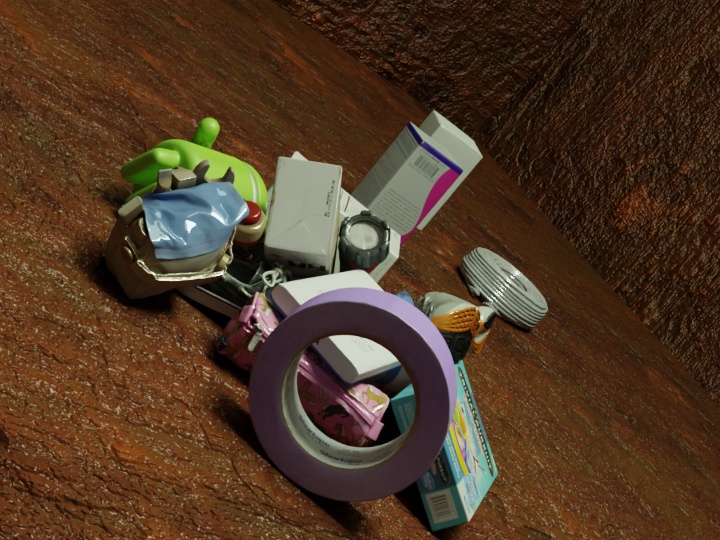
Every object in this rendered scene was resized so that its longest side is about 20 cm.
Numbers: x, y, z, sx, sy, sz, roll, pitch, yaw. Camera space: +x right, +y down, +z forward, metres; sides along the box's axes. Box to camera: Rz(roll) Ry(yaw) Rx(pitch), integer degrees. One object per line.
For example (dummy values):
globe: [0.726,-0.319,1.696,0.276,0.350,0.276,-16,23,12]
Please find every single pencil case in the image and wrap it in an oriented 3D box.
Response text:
pencil case: [-0.060,0.113,1.297,0.200,0.083,0.087,40,28,-6]

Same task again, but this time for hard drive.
hard drive: [-0.006,0.059,1.345,0.132,0.025,0.200,47,22,15]

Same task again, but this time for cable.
cable: [0.286,0.032,2.394,0.199,0.069,0.200,31,18,-32]

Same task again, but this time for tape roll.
tape roll: [-0.006,0.121,1.175,0.200,0.200,0.066,41,14,1]

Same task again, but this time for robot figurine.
robot figurine: [-0.196,-0.091,1.465,0.199,0.115,0.177,16,58,-51]

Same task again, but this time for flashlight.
flashlight: [0.000,0.000,1.525,0.200,0.067,0.068,95,-5,-63]

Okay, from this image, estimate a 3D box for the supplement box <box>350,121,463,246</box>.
supplement box: [0.072,-0.145,2.124,0.101,0.200,0.103,33,15,-26]

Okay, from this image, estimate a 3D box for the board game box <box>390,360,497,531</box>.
board game box: [0.102,0.196,1.388,0.200,0.047,0.152,-21,94,-73]

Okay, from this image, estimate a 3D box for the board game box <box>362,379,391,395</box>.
board game box: [-0.053,0.091,1.466,0.200,0.035,0.126,23,23,-49]

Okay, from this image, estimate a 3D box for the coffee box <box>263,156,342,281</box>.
coffee box: [-0.068,-0.041,1.444,0.079,0.115,0.200,8,-20,1]

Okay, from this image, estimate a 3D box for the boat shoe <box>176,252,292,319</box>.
boat shoe: [-0.112,0.020,1.363,0.198,0.068,0.074,26,30,-2]

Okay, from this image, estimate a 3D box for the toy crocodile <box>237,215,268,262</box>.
toy crocodile: [-0.116,-0.016,1.588,0.200,0.062,0.068,41,16,-15]

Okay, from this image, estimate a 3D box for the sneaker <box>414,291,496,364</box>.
sneaker: [0.099,0.063,1.469,0.092,0.076,0.200,24,3,17]

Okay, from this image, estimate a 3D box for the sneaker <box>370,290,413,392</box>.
sneaker: [0.043,0.092,1.500,0.082,0.074,0.200,39,24,-5]

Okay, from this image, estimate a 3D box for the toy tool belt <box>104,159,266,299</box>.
toy tool belt: [-0.175,-0.055,1.274,0.199,0.123,0.125,-23,59,-34]

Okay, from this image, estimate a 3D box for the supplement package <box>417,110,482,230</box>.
supplement package: [0.137,-0.206,2.455,0.117,0.200,0.117,35,16,-17]

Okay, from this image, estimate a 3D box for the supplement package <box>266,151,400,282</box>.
supplement package: [-0.057,-0.051,1.693,0.200,0.121,0.120,38,15,-7]

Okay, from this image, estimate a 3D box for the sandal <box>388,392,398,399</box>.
sandal: [0.041,0.115,1.588,0.080,0.054,0.200,26,20,-43]
